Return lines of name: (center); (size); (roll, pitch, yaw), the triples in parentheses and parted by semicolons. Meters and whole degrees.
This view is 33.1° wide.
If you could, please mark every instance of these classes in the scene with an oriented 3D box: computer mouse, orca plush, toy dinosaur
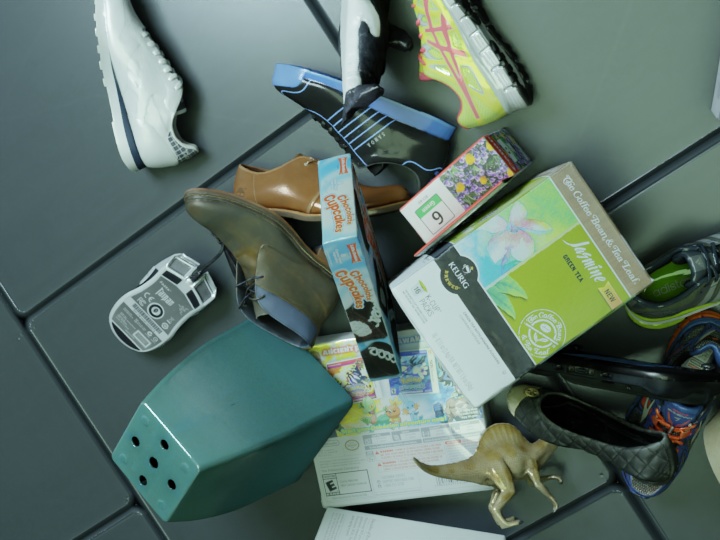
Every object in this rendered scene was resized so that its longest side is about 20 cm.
computer mouse: (-0.196, 0.014, 1.318); (0.199, 0.044, 0.110); (-36, 105, 25)
orca plush: (0.020, -0.228, 1.170); (0.070, 0.201, 0.106); (5, 132, -8)
toy dinosaur: (0.141, 0.209, 1.238); (0.198, 0.058, 0.102); (-11, 82, -23)

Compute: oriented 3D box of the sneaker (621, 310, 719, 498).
sneaker: (0.309, 0.137, 1.200); (0.075, 0.078, 0.202); (20, 105, 10)

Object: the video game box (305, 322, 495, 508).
video game box: (0.037, 0.151, 1.291); (0.198, 0.047, 0.184); (-9, 101, 16)

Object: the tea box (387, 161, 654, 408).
tea box: (0.139, 0.010, 1.132); (0.196, 0.200, 0.134); (-36, 91, 1)

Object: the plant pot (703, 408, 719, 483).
plant pot: (0.431, 0.146, 1.132); (0.199, 0.187, 0.188); (-33, 92, 31)

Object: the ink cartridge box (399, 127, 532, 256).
ink cartridge box: (0.096, -0.078, 1.148); (0.109, 0.200, 0.050); (-40, 88, 18)

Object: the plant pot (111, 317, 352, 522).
plant pot: (-0.141, 0.160, 1.229); (0.141, 0.199, 0.142); (46, 126, 17)

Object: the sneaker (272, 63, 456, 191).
sneaker: (-0.006, -0.147, 1.230); (0.199, 0.070, 0.079); (23, 99, 8)

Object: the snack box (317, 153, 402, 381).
snack box: (0.000, 0.000, 1.183); (0.037, 0.117, 0.201); (-12, 135, 6)

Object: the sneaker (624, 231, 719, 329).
sneaker: (0.340, -0.002, 1.154); (0.199, 0.081, 0.074); (-29, 72, 17)

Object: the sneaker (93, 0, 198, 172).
sneaker: (-0.229, -0.208, 1.282); (0.080, 0.076, 0.202); (-11, 103, 5)

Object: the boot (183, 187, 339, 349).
boot: (-0.103, -0.002, 1.228); (0.199, 0.098, 0.075); (30, 153, -23)

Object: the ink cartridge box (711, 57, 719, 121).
ink cartridge box: (0.367, -0.227, 1.062); (0.083, 0.176, 0.202); (9, 104, 13)

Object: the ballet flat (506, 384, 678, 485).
ballet flat: (0.229, 0.150, 1.202); (0.199, 0.066, 0.057); (21, 132, 40)

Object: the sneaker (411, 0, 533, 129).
sneaker: (0.083, -0.227, 1.190); (0.090, 0.078, 0.201); (-32, 88, 28)

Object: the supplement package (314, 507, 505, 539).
supplement package: (0.047, 0.343, 1.273); (0.198, 0.118, 0.118); (6, 126, 13)

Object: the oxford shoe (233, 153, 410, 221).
oxford shoe: (-0.042, -0.085, 1.254); (0.198, 0.071, 0.072); (2, 94, 14)

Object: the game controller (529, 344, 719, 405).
game controller: (0.245, 0.094, 1.153); (0.199, 0.104, 0.043); (5, 80, 53)
